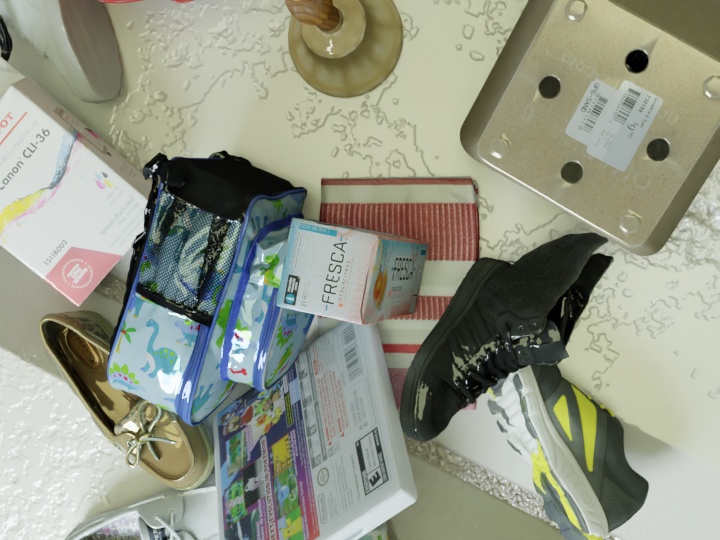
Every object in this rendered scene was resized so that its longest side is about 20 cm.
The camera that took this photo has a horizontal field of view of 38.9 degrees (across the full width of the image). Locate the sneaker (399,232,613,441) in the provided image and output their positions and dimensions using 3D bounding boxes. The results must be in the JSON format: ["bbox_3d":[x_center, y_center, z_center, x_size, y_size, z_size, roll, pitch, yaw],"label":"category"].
[{"bbox_3d":[0.115,0.053,0.798,0.103,0.060,0.201,13,63,37],"label":"sneaker"}]

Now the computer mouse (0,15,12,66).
[{"bbox_3d":[-0.326,-0.149,0.905,0.058,0.034,0.203,0,111,1],"label":"computer mouse"}]

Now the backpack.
[{"bbox_3d":[-0.112,0.022,0.830,0.146,0.183,0.202,24,101,8],"label":"backpack"}]

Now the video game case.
[{"bbox_3d":[-0.045,0.148,0.820,0.182,0.201,0.023,-37,126,18],"label":"video game case"}]

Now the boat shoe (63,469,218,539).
[{"bbox_3d":[-0.179,0.229,0.906,0.197,0.068,0.073,-13,91,9],"label":"boat shoe"}]

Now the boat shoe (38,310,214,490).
[{"bbox_3d":[-0.210,0.116,0.896,0.200,0.063,0.073,42,95,14],"label":"boat shoe"}]

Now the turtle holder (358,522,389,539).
[{"bbox_3d":[-0.020,0.265,0.848,0.184,0.141,0.133,24,95,8],"label":"turtle holder"}]

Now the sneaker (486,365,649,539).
[{"bbox_3d":[0.170,0.127,0.857,0.084,0.074,0.202,-19,79,-22],"label":"sneaker"}]

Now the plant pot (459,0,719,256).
[{"bbox_3d":[0.185,-0.125,0.755,0.199,0.177,0.201,31,112,7],"label":"plant pot"}]

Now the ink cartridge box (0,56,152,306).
[{"bbox_3d":[-0.281,-0.081,0.876,0.200,0.068,0.117,41,98,-16],"label":"ink cartridge box"}]

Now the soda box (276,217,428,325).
[{"bbox_3d":[0.000,0.000,0.782,0.067,0.200,0.064,12,92,13],"label":"soda box"}]

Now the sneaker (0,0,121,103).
[{"bbox_3d":[-0.297,-0.227,0.910,0.115,0.074,0.202,-22,93,23],"label":"sneaker"}]

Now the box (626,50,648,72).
[{"bbox_3d":[0.273,-0.213,0.834,0.199,0.036,0.144,34,98,7],"label":"box"}]

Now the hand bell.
[{"bbox_3d":[-0.029,-0.201,0.796,0.103,0.200,0.106,0,92,9],"label":"hand bell"}]

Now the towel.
[{"bbox_3d":[0.032,0.020,0.889,0.142,0.023,0.203,1,91,11],"label":"towel"}]

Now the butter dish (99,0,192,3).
[{"bbox_3d":[-0.168,-0.293,0.850,0.197,0.149,0.201,-14,47,8],"label":"butter dish"}]
